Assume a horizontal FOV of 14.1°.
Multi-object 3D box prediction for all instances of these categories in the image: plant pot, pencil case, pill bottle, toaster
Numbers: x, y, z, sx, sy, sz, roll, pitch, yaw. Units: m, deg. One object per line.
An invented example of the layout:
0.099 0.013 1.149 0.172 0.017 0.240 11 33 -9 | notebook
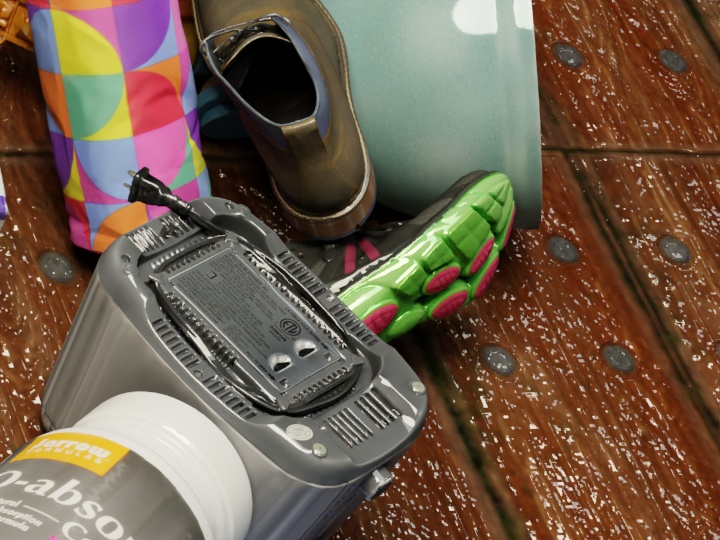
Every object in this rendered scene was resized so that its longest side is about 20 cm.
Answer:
0.028 -0.117 1.641 0.134 0.200 0.200 -5 45 1 | plant pot
-0.123 -0.108 1.510 0.088 0.200 0.088 -5 20 2 | pencil case
-0.135 0.139 1.287 0.116 0.116 0.200 36 37 7 | pill bottle
-0.073 0.061 1.418 0.200 0.129 0.114 43 40 14 | toaster

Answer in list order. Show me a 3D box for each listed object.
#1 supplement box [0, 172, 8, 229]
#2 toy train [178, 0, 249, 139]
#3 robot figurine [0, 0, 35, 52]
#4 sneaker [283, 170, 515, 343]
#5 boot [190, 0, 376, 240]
-0.252 -0.075 1.471 0.101 0.103 0.200 7 46 -25 | supplement box
-0.144 -0.133 1.629 0.200 0.085 0.116 0 65 -22 | toy train
-0.228 -0.197 1.570 0.200 0.145 0.058 24 13 5 | robot figurine
0.000 0.000 1.533 0.200 0.077 0.084 -34 56 -22 | sneaker
-0.046 -0.120 1.520 0.075 0.097 0.200 -24 62 -2 | boot
